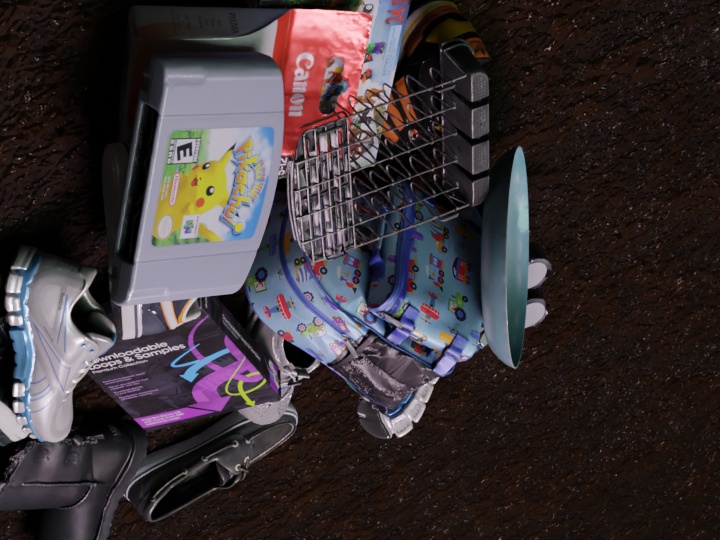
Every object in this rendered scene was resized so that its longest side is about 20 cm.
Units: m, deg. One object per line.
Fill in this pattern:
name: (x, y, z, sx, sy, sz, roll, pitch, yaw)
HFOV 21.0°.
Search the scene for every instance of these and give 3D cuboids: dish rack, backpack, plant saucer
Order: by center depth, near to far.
dish rack: (0.023, -0.095, 1.636, 0.199, 0.055, 0.154, -21, 130, -22)
backpack: (0.000, 0.000, 1.736, 0.199, 0.183, 0.134, 33, 138, -23)
plant saucer: (0.131, -0.012, 1.760, 0.027, 0.201, 0.201, 1, 144, 10)

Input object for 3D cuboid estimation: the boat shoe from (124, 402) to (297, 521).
boat shoe: (-0.145, 0.195, 1.967, 0.199, 0.057, 0.069, -24, 143, -20)

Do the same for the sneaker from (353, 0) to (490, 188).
sneaker: (0.051, -0.139, 1.732, 0.070, 0.090, 0.201, -6, 134, -39)

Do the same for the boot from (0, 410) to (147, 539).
boot: (-0.301, 0.212, 1.828, 0.162, 0.073, 0.199, 7, 118, -50)

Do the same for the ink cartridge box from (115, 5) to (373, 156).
ink cartridge box: (-0.095, -0.136, 1.579, 0.198, 0.050, 0.163, 1, 135, -11)

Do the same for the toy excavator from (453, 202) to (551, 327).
toy excavator: (0.079, -0.006, 1.922, 0.199, 0.100, 0.195, -19, 141, -12)

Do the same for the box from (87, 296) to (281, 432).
box: (-0.172, 0.081, 1.777, 0.142, 0.036, 0.200, -15, 147, 14)

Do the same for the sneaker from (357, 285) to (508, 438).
sneaker: (0.066, 0.067, 1.890, 0.075, 0.087, 0.200, 41, 97, -11)

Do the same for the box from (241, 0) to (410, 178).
box: (-0.039, -0.166, 1.643, 0.136, 0.038, 0.201, -10, 137, -21)

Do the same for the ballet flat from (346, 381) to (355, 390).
ballet flat: (0.010, 0.051, 1.947, 0.071, 0.069, 0.200, -46, 154, -22)

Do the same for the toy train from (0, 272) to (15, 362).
toy train: (-0.318, 0.010, 1.612, 0.046, 0.034, 0.200, -33, 146, -14)

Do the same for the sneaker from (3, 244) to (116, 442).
sneaker: (-0.251, 0.072, 1.660, 0.086, 0.075, 0.201, 7, 129, 7)

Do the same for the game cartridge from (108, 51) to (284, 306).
game cartridge: (-0.124, -0.071, 1.520, 0.133, 0.040, 0.201, -9, 118, -46)

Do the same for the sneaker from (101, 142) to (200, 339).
sneaker: (-0.167, -0.029, 1.587, 0.079, 0.079, 0.201, -10, 139, -12)

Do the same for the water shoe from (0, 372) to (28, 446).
water shoe: (-0.353, 0.106, 1.658, 0.079, 0.072, 0.200, -30, 142, 5)

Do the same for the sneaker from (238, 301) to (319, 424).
sneaker: (-0.080, 0.087, 1.878, 0.074, 0.082, 0.201, -18, 141, -28)
